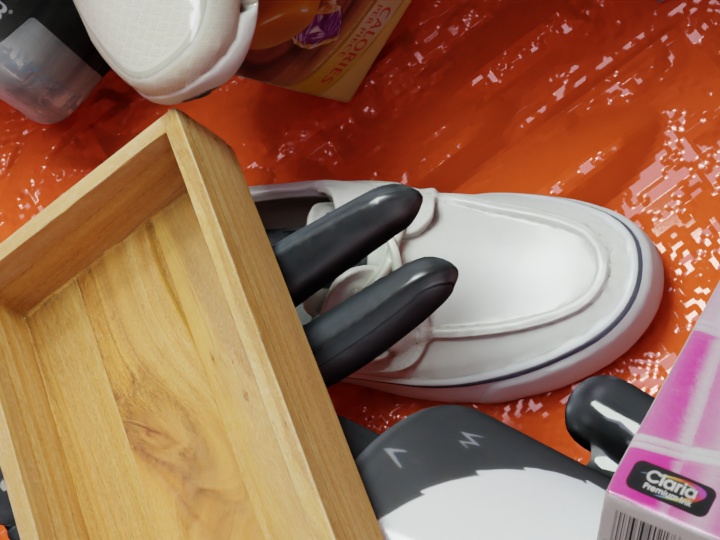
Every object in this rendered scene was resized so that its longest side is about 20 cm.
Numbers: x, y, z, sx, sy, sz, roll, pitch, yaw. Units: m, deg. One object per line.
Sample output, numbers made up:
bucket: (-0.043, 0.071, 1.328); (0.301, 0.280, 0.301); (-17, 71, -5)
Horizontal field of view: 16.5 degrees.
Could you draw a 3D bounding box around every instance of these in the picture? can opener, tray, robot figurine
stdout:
can opener: (-0.049, 0.035, 0.813); (0.200, 0.079, 0.063); (-42, 77, 29)
tray: (-0.056, 0.056, 0.743); (0.099, 0.037, 0.200); (-36, 49, 18)
robot figurine: (0.049, 0.117, 0.750); (0.200, 0.125, 0.151); (27, 111, 27)

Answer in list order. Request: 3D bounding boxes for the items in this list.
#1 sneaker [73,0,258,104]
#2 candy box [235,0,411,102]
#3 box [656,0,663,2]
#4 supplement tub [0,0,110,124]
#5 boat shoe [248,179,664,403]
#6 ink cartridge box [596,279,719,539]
sneaker: (-0.092, -0.145, 0.779); (0.075, 0.081, 0.201); (-25, 78, 28)
candy box: (-0.001, -0.160, 0.841); (0.056, 0.117, 0.200); (43, 109, 30)
box: (0.068, -0.184, 0.895); (0.039, 0.041, 0.200); (-35, 64, 8)
supplement tub: (-0.097, -0.164, 0.908); (0.122, 0.123, 0.200); (39, 89, 28)
boat shoe: (0.000, 0.000, 0.845); (0.199, 0.066, 0.072); (3, 74, 23)
ink cartridge box: (0.151, 0.023, 0.735); (0.094, 0.037, 0.200); (22, 49, 16)
